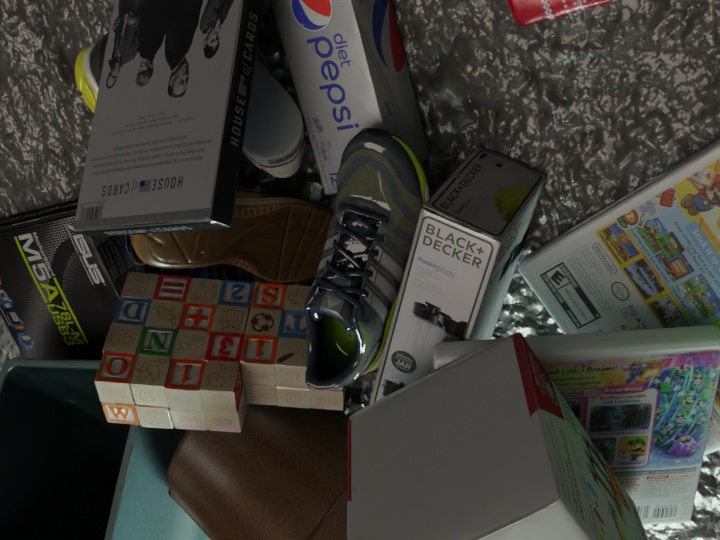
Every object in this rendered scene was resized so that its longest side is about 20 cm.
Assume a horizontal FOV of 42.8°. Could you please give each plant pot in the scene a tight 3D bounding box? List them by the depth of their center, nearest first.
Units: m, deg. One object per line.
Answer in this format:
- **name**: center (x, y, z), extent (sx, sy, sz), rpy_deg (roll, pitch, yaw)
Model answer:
- **plant pot**: center (-0.055, 0.200, 0.825), extent (0.197, 0.200, 0.202), rpy_deg (36, 129, 17)
- **plant pot**: center (-0.242, 0.212, 0.914), extent (0.193, 0.200, 0.200), rpy_deg (-2, 158, 28)

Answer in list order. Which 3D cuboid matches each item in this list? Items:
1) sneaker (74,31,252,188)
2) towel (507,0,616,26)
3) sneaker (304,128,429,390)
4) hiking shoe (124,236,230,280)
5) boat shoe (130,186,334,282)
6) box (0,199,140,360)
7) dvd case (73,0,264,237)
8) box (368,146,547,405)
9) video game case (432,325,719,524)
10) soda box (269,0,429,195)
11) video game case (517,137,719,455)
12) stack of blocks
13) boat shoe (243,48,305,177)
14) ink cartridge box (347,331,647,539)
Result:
- **sneaker**: center (-0.149, -0.113, 0.752), extent (0.200, 0.075, 0.084), rpy_deg (48, 136, -16)
- **towel**: center (0.163, -0.240, 0.551), extent (0.197, 0.022, 0.147), rpy_deg (-8, 112, 33)
- **sneaker**: center (0.000, 0.000, 0.657), extent (0.073, 0.081, 0.204), rpy_deg (14, 115, 17)
- **hiking shoe**: center (-0.176, -0.012, 0.832), extent (0.073, 0.087, 0.204), rpy_deg (1, 116, 30)
- **boat shoe**: center (-0.098, -0.040, 0.731), extent (0.072, 0.197, 0.073), rpy_deg (46, 124, 41)
- **box**: center (-0.300, 0.033, 0.955), extent (0.190, 0.048, 0.203), rpy_deg (-6, 114, 35)
- **dvd case**: center (-0.132, -0.126, 0.637), extent (0.148, 0.025, 0.204), rpy_deg (-1, 77, 39)
- **box**: center (0.070, 0.024, 0.692), extent (0.059, 0.117, 0.203), rpy_deg (24, 125, 16)
- **video game case**: center (0.153, 0.122, 0.672), extent (0.195, 0.024, 0.185), rpy_deg (-4, 125, 3)
- **soda box**: center (-0.011, -0.162, 0.668), extent (0.067, 0.063, 0.203), rpy_deg (-4, 114, 30)
- **video game case**: center (0.239, 0.033, 0.660), extent (0.181, 0.023, 0.201), rpy_deg (-33, 96, 38)
- **stack of blocks**: center (-0.109, 0.071, 0.773), extent (0.195, 0.117, 0.059), rpy_deg (4, 138, 1)
- **boat shoe**: center (-0.104, -0.158, 0.719), extent (0.201, 0.070, 0.070), rpy_deg (54, 173, 14)
- **ink cartridge box**: center (0.100, 0.180, 0.608), extent (0.143, 0.146, 0.201), rpy_deg (-28, 121, 17)
